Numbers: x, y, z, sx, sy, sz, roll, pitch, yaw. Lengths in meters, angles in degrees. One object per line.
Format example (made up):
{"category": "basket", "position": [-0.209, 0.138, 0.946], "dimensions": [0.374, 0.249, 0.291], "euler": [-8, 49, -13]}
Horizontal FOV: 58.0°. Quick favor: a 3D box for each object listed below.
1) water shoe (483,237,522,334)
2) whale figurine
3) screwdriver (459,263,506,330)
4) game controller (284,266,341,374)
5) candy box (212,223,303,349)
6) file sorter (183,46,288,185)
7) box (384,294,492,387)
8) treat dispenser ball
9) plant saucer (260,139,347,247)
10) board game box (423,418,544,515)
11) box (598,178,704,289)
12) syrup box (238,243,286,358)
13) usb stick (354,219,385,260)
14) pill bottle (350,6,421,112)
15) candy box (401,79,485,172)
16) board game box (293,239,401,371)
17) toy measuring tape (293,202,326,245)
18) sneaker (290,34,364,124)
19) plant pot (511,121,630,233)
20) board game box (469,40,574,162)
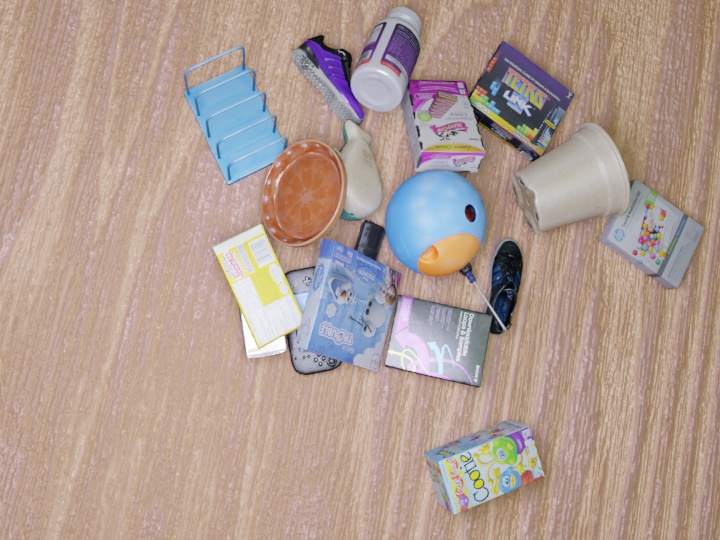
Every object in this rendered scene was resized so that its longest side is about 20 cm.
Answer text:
{"category": "water shoe", "position": [0.305, 0.032, 1.336], "dimensions": [0.069, 0.079, 0.206], "euler": [13, 82, -10]}
{"category": "whale figurine", "position": [-0.022, -0.194, 1.295], "dimensions": [0.157, 0.102, 0.205], "euler": [25, 56, -41]}
{"category": "screwdriver", "position": [0.237, 0.036, 1.309], "dimensions": [0.028, 0.029, 0.203], "euler": [-34, 61, 9]}
{"category": "game controller", "position": [-0.097, 0.097, 1.271], "dimensions": [0.101, 0.042, 0.206], "euler": [-9, 85, -12]}
{"category": "candy box", "position": [-0.184, 0.029, 1.187], "dimensions": [0.100, 0.026, 0.204], "euler": [-25, 89, -12]}
{"category": "file sorter", "position": [-0.238, -0.296, 1.244], "dimensions": [0.136, 0.123, 0.204], "euler": [-27, 90, -12]}
{"category": "box", "position": [0.155, 0.140, 1.292], "dimensions": [0.194, 0.036, 0.147], "euler": [11, 82, 6]}
{"category": "treat dispenser ball", "position": [0.144, -0.091, 1.256], "dimensions": [0.195, 0.201, 0.208], "euler": [1, 84, -11]}
{"category": "plant saucer", "position": [-0.105, -0.144, 1.224], "dimensions": [0.196, 0.032, 0.207], "euler": [-8, 76, 33]}
{"category": "board game box", "position": [0.240, 0.381, 1.274], "dimensions": [0.195, 0.105, 0.106], "euler": [-17, 88, -12]}
{"category": "box", "position": [0.643, -0.080, 1.434], "dimensions": [0.197, 0.041, 0.158], "euler": [33, 79, -5]}
{"category": "syrup box", "position": [-0.194, 0.060, 1.236], "dimensions": [0.079, 0.079, 0.206], "euler": [-9, 86, -12]}
{"category": "usb stick", "position": [0.000, 0.000, 1.304], "dimensions": [0.054, 0.032, 0.205], "euler": [21, 80, -22]}
{"category": "pill bottle", "position": [0.059, -0.429, 1.305], "dimensions": [0.109, 0.112, 0.204], "euler": [25, 62, -7]}
{"category": "candy box", "position": [0.163, -0.294, 1.310], "dimensions": [0.132, 0.062, 0.205], "euler": [-1, 58, -11]}
{"category": "board game box", "position": [-0.018, 0.072, 1.236], "dimensions": [0.198, 0.043, 0.205], "euler": [23, 79, -44]}
{"category": "toy measuring tape", "position": [-0.097, -0.072, 1.266], "dimensions": [0.071, 0.074, 0.206], "euler": [-7, 75, -11]}
{"category": "sneaker", "position": [-0.044, -0.395, 1.318], "dimensions": [0.099, 0.069, 0.201], "euler": [-42, 93, -14]}
{"category": "plant pot", "position": [0.418, -0.173, 1.335], "dimensions": [0.179, 0.200, 0.205], "euler": [-22, 88, -2]}
{"category": "board game box", "position": [0.338, -0.362, 1.396], "dimensions": [0.197, 0.057, 0.168], "euler": [33, 80, -6]}
